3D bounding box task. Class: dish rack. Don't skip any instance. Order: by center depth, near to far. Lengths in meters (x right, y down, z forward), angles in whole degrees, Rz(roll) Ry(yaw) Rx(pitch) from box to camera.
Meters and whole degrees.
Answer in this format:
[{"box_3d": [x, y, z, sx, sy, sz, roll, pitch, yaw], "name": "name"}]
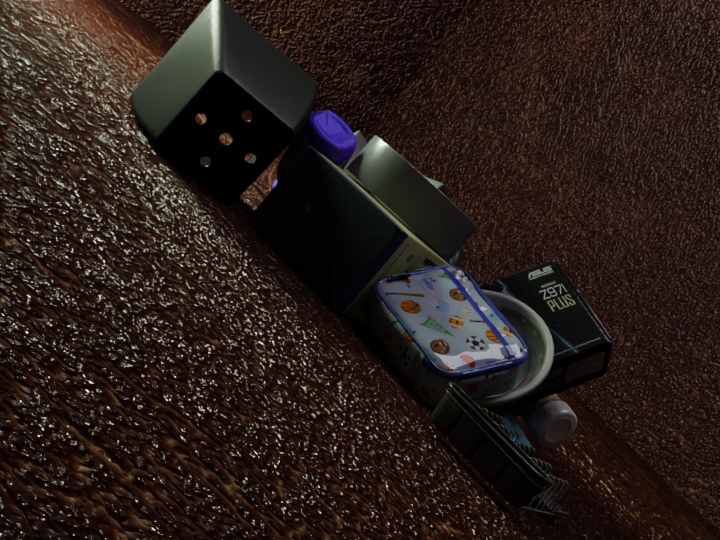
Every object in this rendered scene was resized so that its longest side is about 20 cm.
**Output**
[{"box_3d": [0.166, 0.209, 1.111, 0.153, 0.055, 0.200, 46, 7, 33], "name": "dish rack"}]

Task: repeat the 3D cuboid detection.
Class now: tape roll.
[{"box_3d": [0.074, -0.104, 1.435, 0.200, 0.066, 0.200, 43, 4, -4], "name": "tape roll"}]

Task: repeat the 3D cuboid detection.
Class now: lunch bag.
[{"box_3d": [0.108, 0.073, 1.249, 0.160, 0.076, 0.200, -10, 45, -25], "name": "lunch bag"}]

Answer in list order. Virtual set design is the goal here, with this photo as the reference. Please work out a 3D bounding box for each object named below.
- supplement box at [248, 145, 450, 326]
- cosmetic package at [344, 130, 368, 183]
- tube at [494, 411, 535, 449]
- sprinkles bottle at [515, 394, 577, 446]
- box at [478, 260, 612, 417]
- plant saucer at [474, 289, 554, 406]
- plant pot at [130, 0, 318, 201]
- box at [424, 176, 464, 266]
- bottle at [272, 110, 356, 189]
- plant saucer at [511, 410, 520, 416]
[{"box_3d": [-0.008, -0.033, 1.370, 0.200, 0.134, 0.200, 45, 7, 29], "name": "supplement box"}, {"box_3d": [0.002, -0.107, 1.584, 0.200, 0.090, 0.107, 57, 39, -16], "name": "cosmetic package"}, {"box_3d": [0.174, 0.181, 1.437, 0.077, 0.050, 0.200, 20, 25, -53], "name": "tube"}, {"box_3d": [0.249, 0.176, 1.512, 0.068, 0.068, 0.200, 36, 13, -40], "name": "sprinkles bottle"}, {"box_3d": [0.225, 0.096, 1.409, 0.086, 0.199, 0.164, 84, -16, -49], "name": "box"}, {"box_3d": [0.151, 0.110, 1.307, 0.200, 0.200, 0.050, 46, -29, 37], "name": "plant saucer"}, {"box_3d": [-0.185, -0.214, 1.362, 0.200, 0.199, 0.178, 39, 18, -24], "name": "plant pot"}, {"box_3d": [0.076, -0.098, 1.677, 0.200, 0.044, 0.161, 27, -32, 43], "name": "box"}, {"box_3d": [-0.080, -0.142, 1.461, 0.084, 0.200, 0.065, 47, 45, 11], "name": "bottle"}, {"box_3d": [0.186, 0.164, 1.589, 0.200, 0.034, 0.200, 43, 10, -9], "name": "plant saucer"}]
